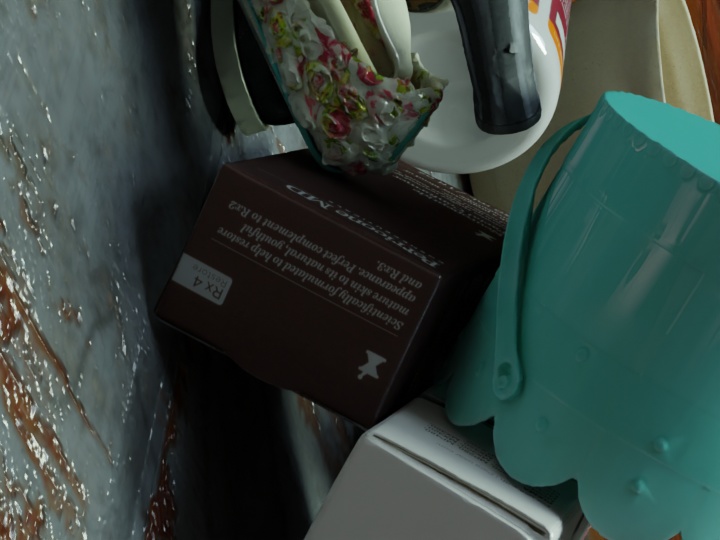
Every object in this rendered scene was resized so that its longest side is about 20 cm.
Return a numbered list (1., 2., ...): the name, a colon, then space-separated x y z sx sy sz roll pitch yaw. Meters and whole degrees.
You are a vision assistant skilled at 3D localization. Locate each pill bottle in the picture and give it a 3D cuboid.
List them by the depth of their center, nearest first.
1. pill bottle: 0.057 -0.150 1.326 0.200 0.112 0.113 -76 152 -53

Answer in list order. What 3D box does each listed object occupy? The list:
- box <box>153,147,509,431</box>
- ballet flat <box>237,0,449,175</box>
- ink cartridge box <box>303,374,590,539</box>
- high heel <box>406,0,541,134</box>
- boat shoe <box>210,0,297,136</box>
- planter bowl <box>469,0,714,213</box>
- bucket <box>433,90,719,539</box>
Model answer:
1. box: 0.000 0.000 1.039 0.075 0.100 0.200 -65 170 13
2. ballet flat: -0.025 -0.134 1.013 0.201 0.064 0.076 61 32 2
3. ink cartridge box: 0.029 0.126 1.007 0.145 0.084 0.200 -63 170 13
4. high heel: 0.034 -0.165 1.018 0.200 0.071 0.143 -110 -173 -52
5. boat shoe: -0.030 -0.155 1.115 0.072 0.067 0.201 51 30 -58
6. planter bowl: 0.140 -0.072 1.531 0.200 0.134 0.201 -10 90 -75
7. bucket: 0.143 0.027 0.987 0.135 0.206 0.207 -63 169 13
